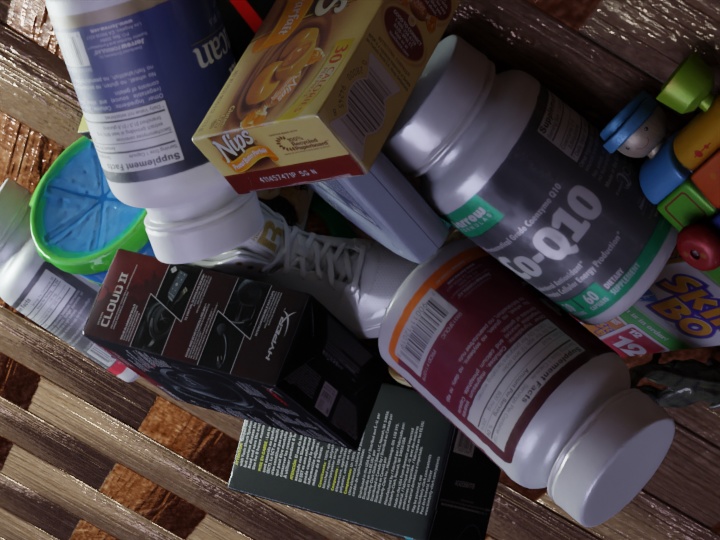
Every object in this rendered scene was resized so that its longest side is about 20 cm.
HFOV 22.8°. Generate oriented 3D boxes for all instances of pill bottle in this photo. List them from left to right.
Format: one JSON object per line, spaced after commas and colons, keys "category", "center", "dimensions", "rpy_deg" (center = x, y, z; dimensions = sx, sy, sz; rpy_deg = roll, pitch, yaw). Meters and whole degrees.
{"category": "pill bottle", "center": [-0.263, 0.005, 1.640], "dimensions": [0.199, 0.111, 0.111], "rpy_deg": [35, 150, -12]}
{"category": "pill bottle", "center": [-0.133, -0.112, 1.223], "dimensions": [0.110, 0.111, 0.202], "rpy_deg": [1, 117, 39]}
{"category": "pill bottle", "center": [0.116, 0.078, 1.253], "dimensions": [0.200, 0.114, 0.115], "rpy_deg": [42, 158, 27]}
{"category": "pill bottle", "center": [0.113, -0.062, 1.211], "dimensions": [0.199, 0.114, 0.113], "rpy_deg": [36, 150, -14]}

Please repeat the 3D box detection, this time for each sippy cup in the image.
{"category": "sippy cup", "center": [-0.188, -0.033, 1.512], "dimensions": [0.130, 0.139, 0.178], "rpy_deg": [46, -173, -48]}

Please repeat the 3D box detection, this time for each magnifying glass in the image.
{"category": "magnifying glass", "center": [0.000, 0.000, 1.411], "dimensions": [0.200, 0.022, 0.080], "rpy_deg": [37, 138, 49]}

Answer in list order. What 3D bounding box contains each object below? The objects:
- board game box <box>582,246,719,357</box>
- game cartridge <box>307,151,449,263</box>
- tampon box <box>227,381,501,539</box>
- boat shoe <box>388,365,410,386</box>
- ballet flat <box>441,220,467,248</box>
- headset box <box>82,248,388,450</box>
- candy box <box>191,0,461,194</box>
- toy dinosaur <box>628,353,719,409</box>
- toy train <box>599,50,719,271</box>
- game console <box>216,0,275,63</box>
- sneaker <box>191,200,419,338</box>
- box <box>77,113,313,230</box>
{"category": "board game box", "center": [0.234, 0.021, 1.332], "dimensions": [0.199, 0.030, 0.096], "rpy_deg": [-14, 131, 47]}
{"category": "game cartridge", "center": [-0.015, -0.073, 1.245], "dimensions": [0.133, 0.042, 0.200], "rpy_deg": [42, 177, -30]}
{"category": "tampon box", "center": [0.011, 0.163, 1.593], "dimensions": [0.198, 0.128, 0.150], "rpy_deg": [12, 174, 25]}
{"category": "boat shoe", "center": [0.114, 0.084, 1.491], "dimensions": [0.198, 0.073, 0.072], "rpy_deg": [-7, 135, 37]}
{"category": "ballet flat", "center": [0.069, -0.017, 1.387], "dimensions": [0.072, 0.069, 0.200], "rpy_deg": [15, 151, -18]}
{"category": "headset box", "center": [-0.101, 0.059, 1.357], "dimensions": [0.198, 0.078, 0.149], "rpy_deg": [14, 163, 31]}
{"category": "candy box", "center": [-0.009, -0.143, 1.098], "dimensions": [0.115, 0.201, 0.055], "rpy_deg": [-5, 137, 44]}
{"category": "toy dinosaur", "center": [0.238, 0.086, 1.361], "dimensions": [0.198, 0.048, 0.088], "rpy_deg": [5, 177, -40]}
{"category": "toy train", "center": [0.234, -0.092, 1.109], "dimensions": [0.116, 0.085, 0.200], "rpy_deg": [43, 150, 1]}
{"category": "game console", "center": [-0.089, -0.205, 1.253], "dimensions": [0.176, 0.031, 0.200], "rpy_deg": [-5, 137, 40]}
{"category": "sneaker", "center": [-0.043, -0.005, 1.328], "dimensions": [0.198, 0.074, 0.116], "rpy_deg": [3, 159, 26]}
{"category": "box", "center": [-0.117, -0.093, 1.353], "dimensions": [0.050, 0.076, 0.199], "rpy_deg": [-3, 155, 44]}
